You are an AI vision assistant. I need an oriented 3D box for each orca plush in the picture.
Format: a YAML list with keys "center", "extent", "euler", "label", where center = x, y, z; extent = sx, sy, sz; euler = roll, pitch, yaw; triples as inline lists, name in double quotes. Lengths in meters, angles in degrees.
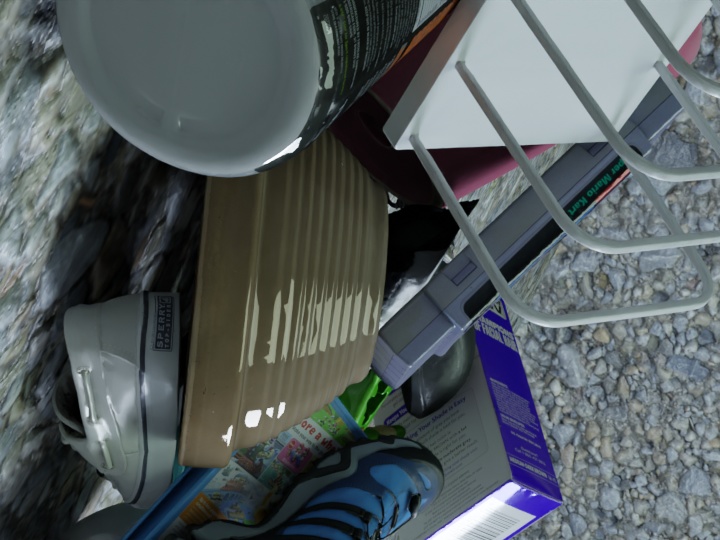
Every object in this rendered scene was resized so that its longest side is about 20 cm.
- center: [0.000, 0.000, 1.051]
  extent: [0.105, 0.071, 0.200]
  euler: [-55, 177, -13]
  label: "orca plush"

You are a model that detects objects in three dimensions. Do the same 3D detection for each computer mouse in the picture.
- center: [0.052, 0.016, 1.262]
  extent: [0.139, 0.053, 0.200]
  euler: [-106, -169, -54]
  label: "computer mouse"

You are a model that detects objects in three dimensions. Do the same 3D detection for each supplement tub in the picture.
- center: [-0.025, -0.131, 0.751]
  extent: [0.200, 0.122, 0.123]
  euler: [-49, 165, -52]
  label: "supplement tub"

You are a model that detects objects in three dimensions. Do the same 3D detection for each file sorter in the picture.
- center: [0.132, -0.088, 0.779]
  extent: [0.139, 0.125, 0.200]
  euler: [-6, 143, -37]
  label: "file sorter"

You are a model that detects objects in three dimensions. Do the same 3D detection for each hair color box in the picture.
- center: [0.070, 0.109, 1.342]
  extent: [0.109, 0.065, 0.200]
  euler: [-39, -136, 27]
  label: "hair color box"

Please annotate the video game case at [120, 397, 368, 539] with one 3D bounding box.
- center: [-0.073, 0.155, 1.021]
  extent: [0.200, 0.018, 0.143]
  euler: [-47, 142, -11]
  label: "video game case"

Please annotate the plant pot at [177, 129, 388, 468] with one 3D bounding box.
- center: [-0.038, 0.003, 0.921]
  extent: [0.201, 0.092, 0.201]
  euler: [-173, -90, -84]
  label: "plant pot"

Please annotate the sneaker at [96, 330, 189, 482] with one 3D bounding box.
- center: [-0.052, 0.082, 1.075]
  extent: [0.200, 0.121, 0.084]
  euler: [-46, -158, 26]
  label: "sneaker"

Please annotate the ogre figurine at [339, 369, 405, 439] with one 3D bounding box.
- center: [-0.033, 0.078, 1.281]
  extent: [0.098, 0.120, 0.200]
  euler: [-49, 157, -18]
  label: "ogre figurine"

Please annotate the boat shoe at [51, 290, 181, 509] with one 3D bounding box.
- center: [-0.129, 0.072, 0.958]
  extent: [0.200, 0.066, 0.072]
  euler: [107, -17, -65]
  label: "boat shoe"

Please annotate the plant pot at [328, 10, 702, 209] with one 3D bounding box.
- center: [0.065, -0.138, 1.050]
  extent: [0.179, 0.200, 0.200]
  euler: [-42, 166, -13]
  label: "plant pot"

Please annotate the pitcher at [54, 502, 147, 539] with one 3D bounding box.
- center: [-0.146, 0.196, 1.076]
  extent: [0.200, 0.121, 0.172]
  euler: [-28, 156, -55]
  label: "pitcher"

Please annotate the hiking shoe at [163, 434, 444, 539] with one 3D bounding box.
- center: [-0.020, 0.160, 0.995]
  extent: [0.200, 0.087, 0.075]
  euler: [-25, 134, -34]
  label: "hiking shoe"

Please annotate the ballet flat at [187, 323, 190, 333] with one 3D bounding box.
- center: [-0.085, 0.060, 1.140]
  extent: [0.200, 0.071, 0.069]
  euler: [-66, 175, 32]
  label: "ballet flat"

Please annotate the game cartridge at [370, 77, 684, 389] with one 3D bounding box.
- center: [0.086, -0.017, 0.964]
  extent: [0.200, 0.038, 0.130]
  euler: [-43, 180, -8]
  label: "game cartridge"
